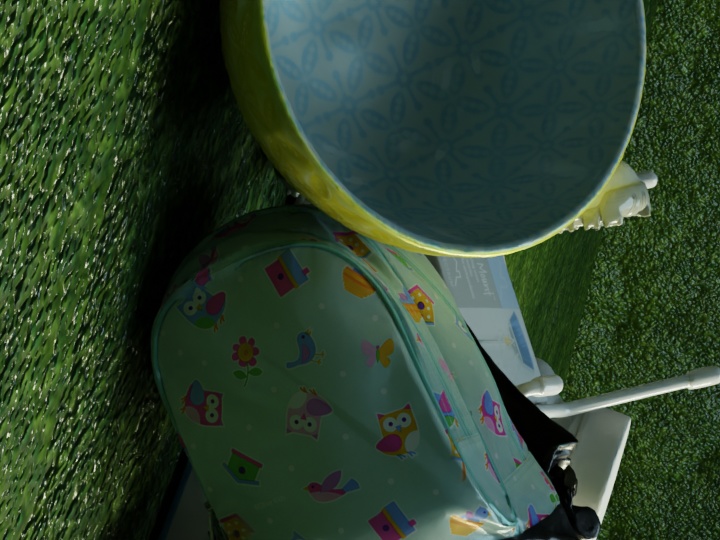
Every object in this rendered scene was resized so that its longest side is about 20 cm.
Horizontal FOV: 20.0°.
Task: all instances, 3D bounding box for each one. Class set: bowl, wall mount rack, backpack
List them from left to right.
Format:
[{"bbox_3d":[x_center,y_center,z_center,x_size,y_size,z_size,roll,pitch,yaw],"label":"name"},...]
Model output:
[{"bbox_3d":[-0.004,0.066,0.884,0.127,0.166,0.201,-30,96,-81],"label":"backpack"},{"bbox_3d":[0.012,-0.101,0.860,0.107,0.200,0.201,-7,-122,54],"label":"bowl"},{"bbox_3d":[0.103,0.013,1.071,0.173,0.074,0.201,1,69,-52],"label":"wall mount rack"}]

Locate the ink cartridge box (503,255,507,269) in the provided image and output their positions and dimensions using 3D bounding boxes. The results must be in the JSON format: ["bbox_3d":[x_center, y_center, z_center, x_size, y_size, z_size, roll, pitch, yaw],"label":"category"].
[{"bbox_3d":[0.066,0.081,1.269,0.147,0.082,0.201,-100,176,-82],"label":"ink cartridge box"}]

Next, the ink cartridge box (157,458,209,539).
[{"bbox_3d":[-0.062,0.196,1.057,0.200,0.085,0.147,76,32,-68],"label":"ink cartridge box"}]

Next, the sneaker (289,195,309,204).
[{"bbox_3d":[0.000,0.000,1.074,0.078,0.086,0.201,84,24,-65],"label":"sneaker"}]

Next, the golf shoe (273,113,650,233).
[{"bbox_3d":[0.043,-0.069,0.942,0.078,0.199,0.098,-17,115,-53],"label":"golf shoe"}]

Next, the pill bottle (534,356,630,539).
[{"bbox_3d":[0.045,0.089,1.134,0.111,0.199,0.111,18,90,-79],"label":"pill bottle"}]
